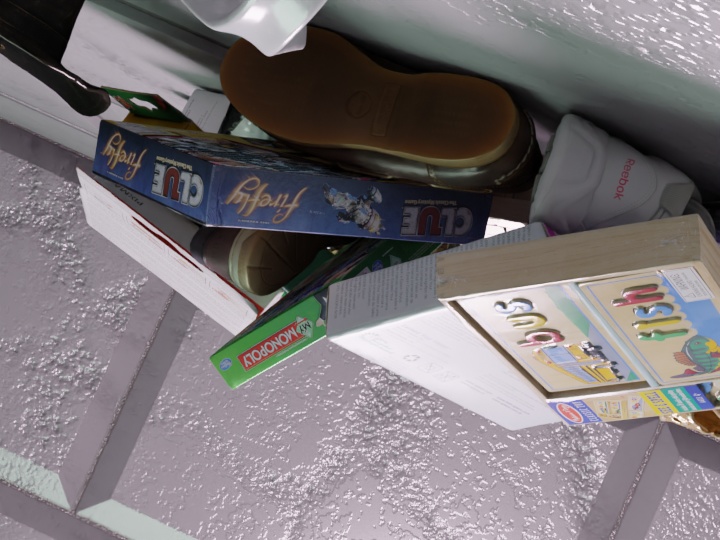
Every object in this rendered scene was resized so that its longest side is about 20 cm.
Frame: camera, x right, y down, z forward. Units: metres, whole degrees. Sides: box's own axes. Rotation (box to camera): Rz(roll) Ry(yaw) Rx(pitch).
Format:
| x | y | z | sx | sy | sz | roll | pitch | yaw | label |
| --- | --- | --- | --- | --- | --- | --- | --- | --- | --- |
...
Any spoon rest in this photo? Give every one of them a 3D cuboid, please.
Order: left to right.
| x | y | z | sx | sy | sz | roll | pitch | yaw | label |
| --- | --- | --- | --- | --- | --- | --- | --- | --- | --- |
| -0.056 | -0.133 | 0.724 | 0.099 | 0.061 | 0.200 | 26 | 175 | -19 | spoon rest |

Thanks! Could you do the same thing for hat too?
| x | y | z | sx | sy | sz | roll | pitch | yaw | label |
| --- | --- | --- | --- | --- | --- | --- | --- | --- | --- |
| -0.231 | -0.185 | 0.992 | 0.200 | 0.081 | 0.201 | 32 | 173 | 4 | hat |

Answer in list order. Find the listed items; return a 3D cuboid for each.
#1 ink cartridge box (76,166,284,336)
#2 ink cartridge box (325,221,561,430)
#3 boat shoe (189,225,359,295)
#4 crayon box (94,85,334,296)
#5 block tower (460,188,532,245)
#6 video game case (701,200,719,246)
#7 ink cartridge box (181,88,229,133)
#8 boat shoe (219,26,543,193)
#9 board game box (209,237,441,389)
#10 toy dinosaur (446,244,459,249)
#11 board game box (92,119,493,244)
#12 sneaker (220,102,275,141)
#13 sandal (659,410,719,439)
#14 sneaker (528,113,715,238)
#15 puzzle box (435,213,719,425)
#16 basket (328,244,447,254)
| x | y | z | sx | sy | sz | roll | pitch | yaw | label |
| --- | --- | --- | --- | --- | --- | --- | --- | --- | --- |
| -0.129 | -0.022 | 1.119 | 0.161 | 0.050 | 0.200 | 37 | 167 | 0 | ink cartridge box |
| 0.116 | 0.033 | 0.877 | 0.200 | 0.043 | 0.196 | -17 | 149 | 34 | ink cartridge box |
| -0.042 | -0.046 | 1.059 | 0.065 | 0.072 | 0.200 | 21 | -145 | 24 | boat shoe |
| -0.124 | -0.060 | 1.193 | 0.200 | 0.051 | 0.127 | 43 | 167 | -27 | crayon box |
| 0.109 | 0.004 | 1.042 | 0.054 | 0.058 | 0.200 | 7 | 147 | 20 | block tower |
| 0.252 | -0.004 | 0.900 | 0.143 | 0.019 | 0.200 | 25 | 177 | -9 | video game case |
| -0.061 | -0.080 | 1.317 | 0.146 | 0.084 | 0.200 | 29 | 174 | -35 | ink cartridge box |
| 0.011 | -0.085 | 0.876 | 0.200 | 0.071 | 0.070 | 22 | 172 | 30 | boat shoe |
| 0.000 | 0.000 | 1.035 | 0.134 | 0.200 | 0.029 | -32 | 95 | 40 | board game box |
| 0.127 | -0.024 | 1.111 | 0.102 | 0.077 | 0.200 | 22 | 146 | -21 | toy dinosaur |
| -0.040 | -0.051 | 0.914 | 0.200 | 0.035 | 0.135 | 4 | -168 | -37 | board game box |
| -0.053 | -0.103 | 1.062 | 0.079 | 0.074 | 0.200 | 20 | 177 | -11 | sneaker |
| 0.235 | 0.077 | 1.114 | 0.212 | 0.070 | 0.078 | 46 | -135 | 9 | sandal |
| 0.148 | -0.023 | 0.867 | 0.099 | 0.078 | 0.200 | 20 | 177 | 11 | sneaker |
| 0.136 | 0.032 | 0.794 | 0.133 | 0.025 | 0.200 | -9 | 153 | 25 | puzzle box |
| 0.071 | 0.010 | 1.250 | 0.200 | 0.143 | 0.149 | 15 | 178 | -27 | basket |
